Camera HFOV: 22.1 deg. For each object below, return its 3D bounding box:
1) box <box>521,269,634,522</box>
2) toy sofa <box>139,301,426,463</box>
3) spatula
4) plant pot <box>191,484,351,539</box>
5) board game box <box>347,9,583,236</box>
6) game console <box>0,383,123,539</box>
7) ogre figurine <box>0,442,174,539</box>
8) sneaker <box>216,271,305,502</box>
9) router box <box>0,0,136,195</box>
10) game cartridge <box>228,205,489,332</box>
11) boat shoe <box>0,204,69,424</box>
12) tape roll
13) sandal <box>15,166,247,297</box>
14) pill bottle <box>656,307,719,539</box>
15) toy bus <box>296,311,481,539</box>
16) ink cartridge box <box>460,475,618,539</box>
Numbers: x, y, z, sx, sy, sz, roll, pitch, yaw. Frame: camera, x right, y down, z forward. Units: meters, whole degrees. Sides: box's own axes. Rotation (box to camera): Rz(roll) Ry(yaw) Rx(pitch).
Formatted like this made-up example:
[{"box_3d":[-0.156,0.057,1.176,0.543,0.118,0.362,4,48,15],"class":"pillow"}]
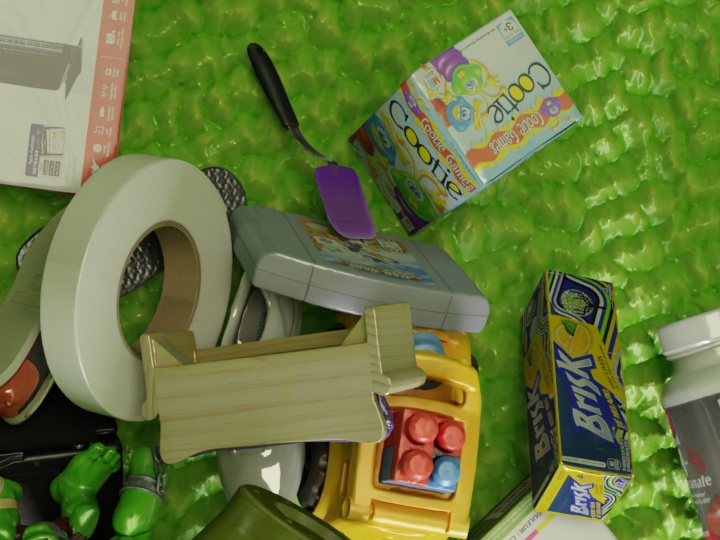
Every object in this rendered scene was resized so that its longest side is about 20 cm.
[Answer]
[{"box_3d":[0.173,0.100,1.493,0.064,0.070,0.201,10,48,-11],"class":"box"},{"box_3d":[-0.058,0.083,1.357,0.198,0.083,0.099,-8,88,20],"class":"toy sofa"},{"box_3d":[-0.046,-0.110,1.518,0.056,0.021,0.201,-2,53,-51],"class":"spatula"},{"box_3d":[-0.082,0.270,1.348,0.199,0.200,0.194,31,91,-7],"class":"plant pot"},{"box_3d":[0.079,-0.114,1.485,0.105,0.200,0.103,-34,90,-18],"class":"board game box"},{"box_3d":[-0.291,0.151,1.436,0.198,0.116,0.177,-5,111,-15],"class":"game console"},{"box_3d":[-0.228,0.199,1.340,0.198,0.098,0.121,-1,50,-24],"class":"ogre figurine"},{"box_3d":[-0.088,0.097,1.454,0.075,0.089,0.202,-3,74,12],"class":"sneaker"},{"box_3d":[-0.274,-0.167,1.458,0.178,0.049,0.202,6,93,-14],"class":"router box"},{"box_3d":[0.000,0.000,1.472,0.198,0.133,0.042,12,103,-20],"class":"game cartridge"},{"box_3d":[-0.228,0.024,1.410,0.201,0.071,0.063,-59,141,-23],"class":"boat shoe"},{"box_3d":[-0.166,0.013,1.400,0.037,0.203,0.204,11,73,30],"class":"tape roll"},{"box_3d":[-0.184,-0.022,1.488,0.199,0.043,0.077,-21,94,-25],"class":"sandal"},{"box_3d":[0.318,0.132,1.549,0.110,0.111,0.202,-15,84,-17],"class":"pill bottle"},{"box_3d":[0.037,0.117,1.439,0.134,0.192,0.202,11,76,-11],"class":"toy bus"},{"box_3d":[0.163,0.285,1.499,0.148,0.076,0.200,-41,90,-17],"class":"ink cartridge box"}]
